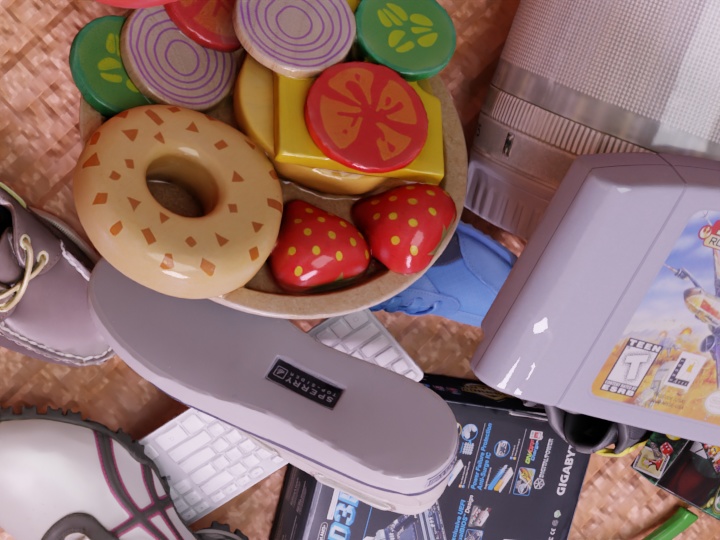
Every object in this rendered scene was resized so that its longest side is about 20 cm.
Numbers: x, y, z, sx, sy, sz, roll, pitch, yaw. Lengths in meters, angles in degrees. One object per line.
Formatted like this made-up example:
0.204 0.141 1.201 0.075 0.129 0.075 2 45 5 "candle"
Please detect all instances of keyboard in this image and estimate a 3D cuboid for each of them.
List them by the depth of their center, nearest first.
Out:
-0.064 0.085 1.138 0.200 0.011 0.056 -33 120 17 "keyboard"

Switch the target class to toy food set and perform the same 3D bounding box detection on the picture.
-0.041 -0.069 1.070 0.200 0.049 0.198 6 61 -15 "toy food set"

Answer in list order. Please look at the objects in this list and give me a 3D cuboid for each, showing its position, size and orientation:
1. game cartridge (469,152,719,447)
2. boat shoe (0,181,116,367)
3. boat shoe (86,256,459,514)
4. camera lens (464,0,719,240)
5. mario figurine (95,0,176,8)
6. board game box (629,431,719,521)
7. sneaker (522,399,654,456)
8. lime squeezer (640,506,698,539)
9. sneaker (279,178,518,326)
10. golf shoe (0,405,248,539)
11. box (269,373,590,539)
0.161 0.015 1.067 0.200 0.042 0.133 14 118 -33 "game cartridge"
-0.187 -0.012 1.075 0.200 0.060 0.072 41 88 -26 "boat shoe"
-0.044 0.057 1.079 0.200 0.070 0.071 26 60 12 "boat shoe"
0.153 -0.102 1.128 0.160 0.160 0.200 16 99 -25 "camera lens"
-0.060 -0.190 1.065 0.200 0.123 0.106 -36 143 -20 "mario figurine"
0.215 0.089 1.227 0.105 0.023 0.200 -57 151 1 "board game box"
0.136 0.064 1.190 0.200 0.074 0.085 37 68 -48 "sneaker"
0.116 0.212 1.284 0.200 0.038 0.071 -59 147 2 "lime squeezer"
0.000 0.000 1.135 0.200 0.066 0.079 25 61 -23 "sneaker"
-0.120 0.142 1.118 0.200 0.088 0.077 36 115 -17 "golf shoe"
0.029 0.158 1.220 0.159 0.046 0.200 9 102 -24 "box"
